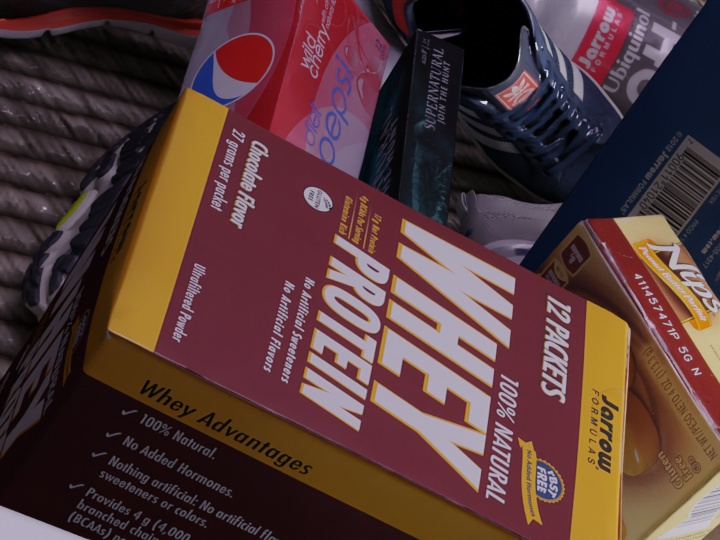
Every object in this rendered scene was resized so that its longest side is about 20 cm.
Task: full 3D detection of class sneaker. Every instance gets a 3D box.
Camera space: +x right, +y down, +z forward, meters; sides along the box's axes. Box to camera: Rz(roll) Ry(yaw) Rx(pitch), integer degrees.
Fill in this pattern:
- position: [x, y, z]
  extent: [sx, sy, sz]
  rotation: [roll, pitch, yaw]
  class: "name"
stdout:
- position: [0.140, -0.008, 1.068]
  extent: [0.200, 0.075, 0.082]
  rotation: [10, 48, -30]
  class: "sneaker"
- position: [0.082, -0.096, 1.049]
  extent: [0.200, 0.075, 0.085]
  rotation: [43, 7, -22]
  class: "sneaker"
- position: [-0.090, -0.021, 0.923]
  extent: [0.080, 0.077, 0.200]
  rotation: [48, 40, -19]
  class: "sneaker"
- position: [-0.133, -0.164, 0.975]
  extent: [0.199, 0.082, 0.077]
  rotation: [3, 47, -9]
  class: "sneaker"

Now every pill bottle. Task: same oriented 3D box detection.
- position: [0.140, -0.122, 1.154]
  extent: [0.200, 0.111, 0.111]
  rotation: [26, 40, -15]
  class: "pill bottle"

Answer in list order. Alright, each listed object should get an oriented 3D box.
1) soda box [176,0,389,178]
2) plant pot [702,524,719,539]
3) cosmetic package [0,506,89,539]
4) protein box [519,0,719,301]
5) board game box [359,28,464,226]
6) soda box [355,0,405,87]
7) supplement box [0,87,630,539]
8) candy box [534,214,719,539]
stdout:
- position: [-0.044, -0.044, 0.879]
  extent: [0.070, 0.063, 0.200]
  rotation: [49, 40, -38]
  class: "soda box"
- position: [0.162, 0.198, 0.820]
  extent: [0.187, 0.187, 0.200]
  rotation: [31, 28, -10]
  class: "plant pot"
- position: [-0.144, 0.196, 0.544]
  extent: [0.123, 0.200, 0.200]
  rotation: [25, 40, -17]
  class: "cosmetic package"
- position: [0.206, -0.017, 0.900]
  extent: [0.200, 0.199, 0.135]
  rotation: [36, 34, 5]
  class: "protein box"
- position: [0.000, 0.000, 0.904]
  extent: [0.028, 0.135, 0.200]
  rotation: [23, 40, -13]
  class: "board game box"
- position: [-0.036, -0.129, 1.056]
  extent: [0.063, 0.068, 0.200]
  rotation: [-11, 59, -44]
  class: "soda box"
- position: [-0.035, 0.080, 0.743]
  extent: [0.197, 0.200, 0.133]
  rotation: [27, 39, -14]
  class: "supplement box"
- position: [0.082, 0.083, 0.832]
  extent: [0.055, 0.200, 0.116]
  rotation: [-4, 54, -42]
  class: "candy box"
